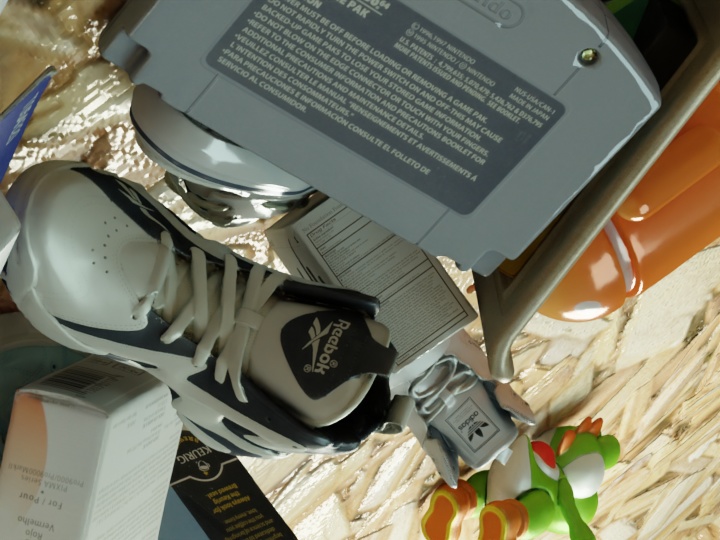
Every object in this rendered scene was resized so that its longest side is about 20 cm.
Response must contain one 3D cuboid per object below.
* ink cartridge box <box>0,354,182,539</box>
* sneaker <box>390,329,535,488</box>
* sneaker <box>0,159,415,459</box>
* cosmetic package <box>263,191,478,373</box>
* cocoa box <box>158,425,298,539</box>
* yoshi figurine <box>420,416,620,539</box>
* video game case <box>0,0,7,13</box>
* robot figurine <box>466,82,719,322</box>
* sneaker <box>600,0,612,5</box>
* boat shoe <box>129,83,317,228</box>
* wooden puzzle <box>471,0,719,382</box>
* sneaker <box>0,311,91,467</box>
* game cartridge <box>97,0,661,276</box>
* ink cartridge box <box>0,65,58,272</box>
[{"bbox_3d":[-0.134,0.140,1.179,0.162,0.050,0.201,-29,135,-79],"label":"ink cartridge box"},{"bbox_3d":[0.043,0.057,1.508,0.075,0.115,0.200,-39,163,0],"label":"sneaker"},{"bbox_3d":[-0.051,0.020,1.079,0.199,0.129,0.080,51,55,-39],"label":"sneaker"},{"bbox_3d":[0.000,0.000,1.223,0.051,0.083,0.200,-33,-177,-5],"label":"cosmetic package"},{"bbox_3d":[-0.151,0.170,1.368,0.200,0.131,0.133,-20,155,-48],"label":"cocoa box"},{"bbox_3d":[0.140,0.191,2.096,0.200,0.113,0.112,-24,174,-47],"label":"yoshi figurine"},{"bbox_3d":[-0.223,-0.031,0.853,0.181,0.045,0.200,-21,156,-43],"label":"video game case"},{"bbox_3d":[0.146,-0.048,1.454,0.200,0.144,0.117,-35,133,-14],"label":"robot figurine"},{"bbox_3d":[0.131,-0.204,1.036,0.200,0.106,0.075,-47,161,27],"label":"sneaker"},{"bbox_3d":[-0.049,-0.047,1.120,0.067,0.074,0.200,-48,162,18],"label":"boat shoe"},{"bbox_3d":[0.096,-0.070,1.144,0.200,0.037,0.185,-58,-166,19],"label":"wooden puzzle"},{"bbox_3d":[-0.178,0.074,1.153,0.074,0.082,0.200,-47,161,29],"label":"sneaker"},{"bbox_3d":[0.015,-0.087,1.025,0.200,0.042,0.133,30,115,-26],"label":"game cartridge"},{"bbox_3d":[-0.183,0.034,0.968,0.200,0.043,0.196,-46,179,-24],"label":"ink cartridge box"}]
